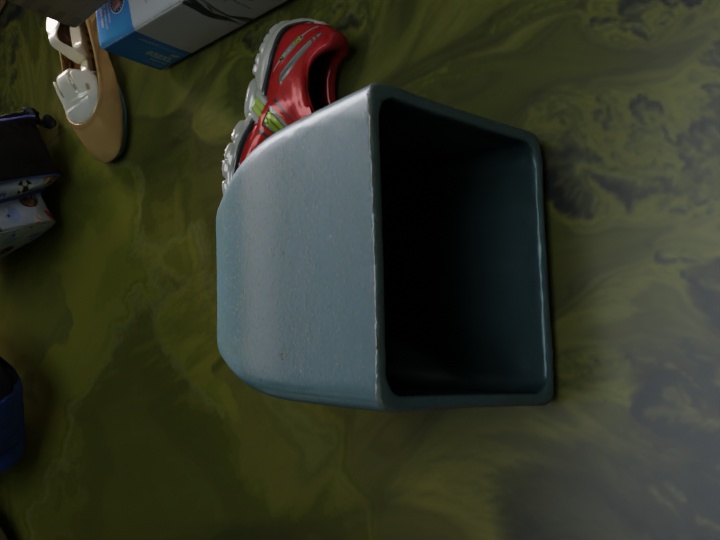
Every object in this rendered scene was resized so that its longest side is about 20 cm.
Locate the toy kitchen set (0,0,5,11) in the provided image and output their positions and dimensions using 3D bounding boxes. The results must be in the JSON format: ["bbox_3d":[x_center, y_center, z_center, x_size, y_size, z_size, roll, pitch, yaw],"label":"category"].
[{"bbox_3d":[-0.431,-0.263,1.047,0.179,0.163,0.203,-8,81,33],"label":"toy kitchen set"}]

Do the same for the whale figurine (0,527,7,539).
[{"bbox_3d":[-0.438,0.338,1.021,0.159,0.103,0.201,35,104,31],"label":"whale figurine"}]

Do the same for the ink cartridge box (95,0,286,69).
[{"bbox_3d":[-0.148,-0.294,0.907,0.198,0.083,0.147,-19,73,31],"label":"ink cartridge box"}]

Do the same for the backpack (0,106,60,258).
[{"bbox_3d":[-0.419,-0.071,1.017,0.189,0.199,0.156,-18,88,34],"label":"backpack"}]

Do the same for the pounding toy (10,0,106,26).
[{"bbox_3d":[-0.248,-0.354,0.838,0.199,0.142,0.186,-28,68,29],"label":"pounding toy"}]

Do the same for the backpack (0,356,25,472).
[{"bbox_3d":[-0.430,0.144,1.010,0.199,0.162,0.170,24,127,33],"label":"backpack"}]

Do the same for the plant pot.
[{"bbox_3d":[0.000,0.000,0.719,0.199,0.195,0.198,-7,81,41],"label":"plant pot"}]

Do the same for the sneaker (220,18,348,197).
[{"bbox_3d":[-0.057,-0.111,0.834,0.084,0.077,0.203,12,92,29],"label":"sneaker"}]

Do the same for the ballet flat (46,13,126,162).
[{"bbox_3d":[-0.284,-0.204,1.002,0.068,0.063,0.202,-22,73,30],"label":"ballet flat"}]
